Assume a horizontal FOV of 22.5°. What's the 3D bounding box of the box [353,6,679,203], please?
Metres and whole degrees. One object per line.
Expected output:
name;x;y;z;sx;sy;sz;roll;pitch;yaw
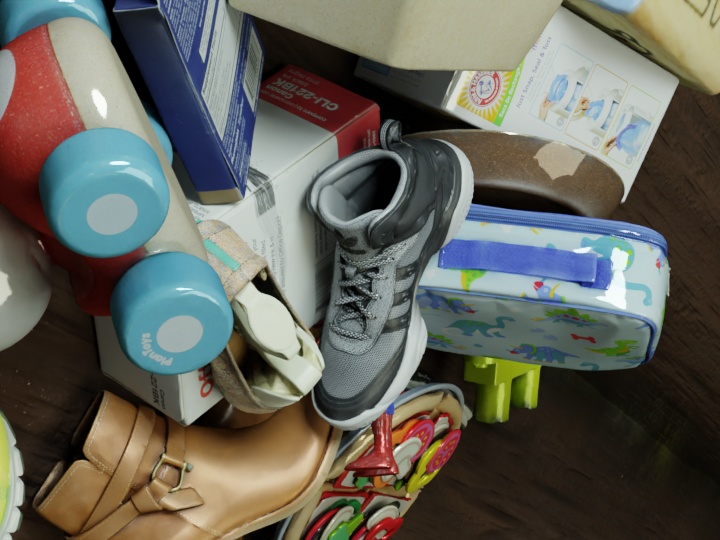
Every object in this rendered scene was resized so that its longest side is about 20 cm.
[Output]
box;0.112;-0.139;1.290;0.199;0.112;0.102;23;93;-41

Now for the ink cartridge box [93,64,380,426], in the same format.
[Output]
ink cartridge box;-0.079;-0.019;1.169;0.200;0.083;0.145;-39;143;-37

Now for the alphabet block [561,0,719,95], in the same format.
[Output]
alphabet block;0.192;-0.267;1.290;0.200;0.195;0.197;23;95;-58

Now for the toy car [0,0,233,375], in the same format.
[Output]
toy car;-0.194;-0.024;0.953;0.199;0.185;0.177;-25;133;-1

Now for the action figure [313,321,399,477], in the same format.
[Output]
action figure;-0.003;0.045;1.294;0.065;0.051;0.201;44;42;-71

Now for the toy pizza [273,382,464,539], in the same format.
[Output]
toy pizza;0.013;0.169;1.394;0.200;0.032;0.201;-37;154;-21

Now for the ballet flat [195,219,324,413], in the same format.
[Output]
ballet flat;-0.060;0.045;1.098;0.068;0.067;0.200;-53;149;-14

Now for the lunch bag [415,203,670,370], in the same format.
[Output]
lunch bag;0.116;0.010;1.270;0.161;0.199;0.083;66;32;-72

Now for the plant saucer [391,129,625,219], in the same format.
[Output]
plant saucer;0.089;-0.048;1.296;0.200;0.199;0.035;40;51;-59

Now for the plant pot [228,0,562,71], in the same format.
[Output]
plant pot;0.030;-0.219;1.057;0.199;0.199;0.178;-8;117;-54

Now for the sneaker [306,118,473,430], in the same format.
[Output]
sneaker;0.000;0.000;1.153;0.114;0.075;0.201;25;86;-61

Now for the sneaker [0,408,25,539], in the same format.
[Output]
sneaker;-0.262;0.160;1.035;0.090;0.078;0.201;13;102;-57

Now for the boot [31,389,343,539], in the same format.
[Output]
boot;-0.108;0.120;1.193;0.154;0.074;0.201;37;70;-16

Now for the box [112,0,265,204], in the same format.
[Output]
box;-0.099;-0.148;1.037;0.200;0.032;0.122;72;19;-51

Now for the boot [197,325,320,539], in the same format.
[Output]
boot;-0.083;0.141;1.333;0.201;0.068;0.189;-59;146;-26

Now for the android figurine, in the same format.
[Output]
android figurine;0.134;0.025;1.534;0.182;0.041;0.201;-12;111;-60

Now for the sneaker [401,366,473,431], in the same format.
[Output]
sneaker;0.031;0.117;1.453;0.085;0.077;0.200;-56;149;-2
